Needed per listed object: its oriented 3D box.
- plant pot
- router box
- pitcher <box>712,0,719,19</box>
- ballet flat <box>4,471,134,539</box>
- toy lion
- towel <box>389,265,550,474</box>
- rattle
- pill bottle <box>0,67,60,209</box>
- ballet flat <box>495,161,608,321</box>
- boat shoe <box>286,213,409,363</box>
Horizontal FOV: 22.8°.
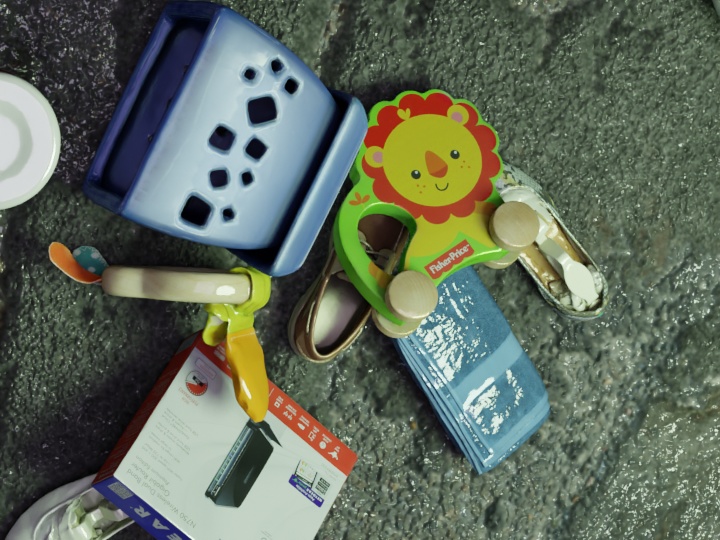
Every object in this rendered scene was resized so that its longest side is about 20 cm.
[{"bbox_3d":[-0.115,-0.111,1.581,0.179,0.200,0.200,26,90,-22],"label":"plant pot"},{"bbox_3d":[-0.121,0.185,1.652,0.200,0.049,0.180,41,54,-16],"label":"router box"},{"bbox_3d":[0.407,-0.321,1.726,0.171,0.121,0.201,-19,91,-26],"label":"pitcher"},{"bbox_3d":[-0.244,0.225,1.664,0.200,0.069,0.070,-29,104,-8],"label":"ballet flat"},{"bbox_3d":[0.055,-0.066,1.653,0.200,0.069,0.192,-34,82,-22],"label":"toy lion"},{"bbox_3d":[0.105,0.088,1.725,0.112,0.049,0.200,-39,111,-18],"label":"towel"},{"bbox_3d":[-0.182,0.051,1.619,0.199,0.130,0.143,1,109,-5],"label":"rattle"},{"bbox_3d":[-0.320,-0.117,1.523,0.114,0.200,0.115,-2,98,-14],"label":"pill bottle"},{"bbox_3d":[0.177,-0.030,1.729,0.072,0.072,0.200,-42,105,-5],"label":"ballet flat"},{"bbox_3d":[0.000,0.000,1.687,0.076,0.072,0.200,24,92,-16],"label":"boat shoe"}]
